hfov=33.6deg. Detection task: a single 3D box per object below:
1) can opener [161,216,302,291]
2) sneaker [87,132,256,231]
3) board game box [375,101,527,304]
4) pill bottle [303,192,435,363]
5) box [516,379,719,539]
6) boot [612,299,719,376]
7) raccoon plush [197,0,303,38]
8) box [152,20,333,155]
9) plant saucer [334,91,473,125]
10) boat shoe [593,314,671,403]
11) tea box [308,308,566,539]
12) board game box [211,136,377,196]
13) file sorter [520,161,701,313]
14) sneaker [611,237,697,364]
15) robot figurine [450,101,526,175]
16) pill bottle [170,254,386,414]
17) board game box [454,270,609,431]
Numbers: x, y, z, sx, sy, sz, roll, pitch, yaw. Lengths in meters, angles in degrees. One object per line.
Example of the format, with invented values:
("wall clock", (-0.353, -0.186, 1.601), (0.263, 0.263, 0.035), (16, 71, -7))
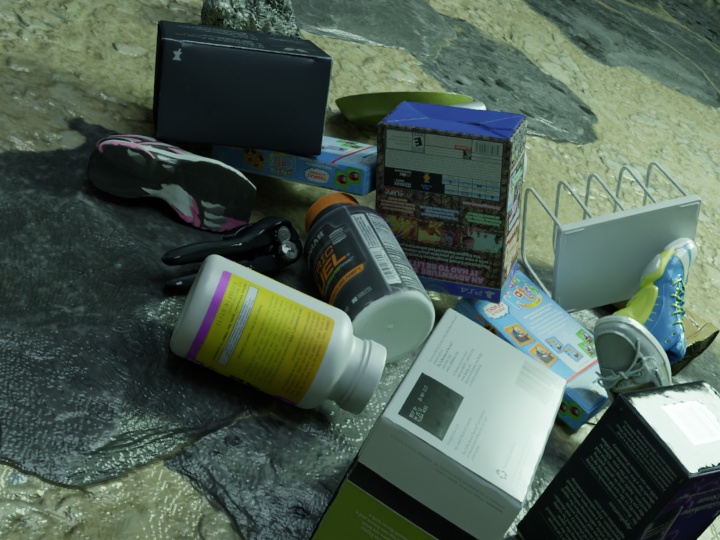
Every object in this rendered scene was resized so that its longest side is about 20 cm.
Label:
("can opener", (-0.137, -0.012, 1.292), (0.199, 0.078, 0.064), (-25, 98, -51))
("sneaker", (-0.210, -0.114, 1.350), (0.198, 0.081, 0.087), (22, 21, -24))
("board game box", (0.105, -0.082, 1.401), (0.157, 0.203, 0.097), (10, 26, 17))
("pill bottle", (0.000, 0.000, 1.330), (0.105, 0.107, 0.201), (8, 36, -32))
("box", (0.271, 0.216, 1.154), (0.147, 0.201, 0.105), (-3, 43, -41))
("boot", (0.373, 0.054, 1.622), (0.200, 0.067, 0.174), (41, 29, 22))
("raccoon plush", (-0.143, -0.349, 1.740), (0.199, 0.097, 0.134), (34, 39, 7))
("box", (-0.147, -0.221, 1.422), (0.194, 0.119, 0.200), (5, 15, -12))
("plant saucer", (0.062, -0.228, 1.697), (0.197, 0.032, 0.200), (0, 1, 0))
("boat shoe", (0.317, 0.144, 1.356), (0.204, 0.074, 0.065), (66, 33, -20))
("tea box", (0.062, 0.179, 1.031), (0.133, 0.198, 0.200), (32, 31, 5))
("board game box", (-0.060, -0.138, 1.458), (0.198, 0.037, 0.151), (14, 18, 18))
("file sorter", (0.327, -0.050, 1.585), (0.197, 0.140, 0.125), (-12, 40, -12))
("sneaker", (0.388, 0.058, 1.512), (0.105, 0.201, 0.076), (36, -6, 29))
("robot figurine", (0.150, -0.145, 1.642), (0.198, 0.172, 0.112), (-11, 12, -36))
("pill bottle", (-0.078, 0.069, 1.163), (0.198, 0.105, 0.105), (24, 31, -10))
("board game box", (0.224, 0.091, 1.441), (0.200, 0.037, 0.151), (44, 33, 19))
